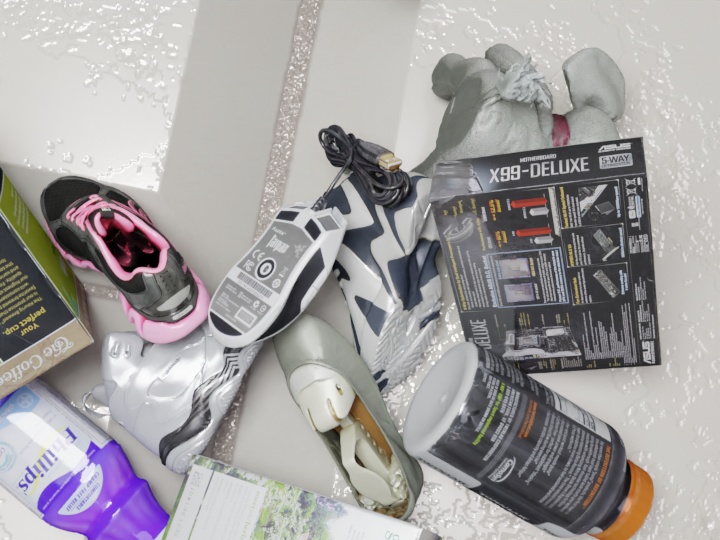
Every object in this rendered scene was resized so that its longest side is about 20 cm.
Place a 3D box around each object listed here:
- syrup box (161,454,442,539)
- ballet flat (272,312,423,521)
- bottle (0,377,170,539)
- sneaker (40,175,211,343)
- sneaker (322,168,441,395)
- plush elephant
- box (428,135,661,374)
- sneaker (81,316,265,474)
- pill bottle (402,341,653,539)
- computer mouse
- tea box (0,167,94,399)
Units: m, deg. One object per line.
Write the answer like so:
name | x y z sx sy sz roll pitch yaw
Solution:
syrup box | -0.045 0.212 0.751 0.200 0.081 0.079 13 74 20
ballet flat | -0.010 0.123 0.782 0.067 0.064 0.200 -25 108 23
bottle | -0.235 0.167 0.787 0.200 0.065 0.084 40 83 1
sneaker | -0.198 -0.030 0.772 0.079 0.095 0.200 -43 59 -17
sneaker | 0.000 0.000 0.828 0.079 0.130 0.199 -18 125 -41
plush elephant | 0.147 -0.107 0.812 0.155 0.200 0.165 22 74 -20
box | 0.151 -0.002 0.763 0.158 0.200 0.050 -6 40 16
sneaker | -0.144 0.058 0.802 0.115 0.075 0.200 29 85 -3
pill bottle | 0.143 0.150 0.792 0.200 0.106 0.106 32 82 -12
computer mouse | -0.045 -0.019 0.761 0.110 0.044 0.200 32 82 41
tea box | -0.339 0.011 0.718 0.200 0.134 0.197 -31 113 -7
